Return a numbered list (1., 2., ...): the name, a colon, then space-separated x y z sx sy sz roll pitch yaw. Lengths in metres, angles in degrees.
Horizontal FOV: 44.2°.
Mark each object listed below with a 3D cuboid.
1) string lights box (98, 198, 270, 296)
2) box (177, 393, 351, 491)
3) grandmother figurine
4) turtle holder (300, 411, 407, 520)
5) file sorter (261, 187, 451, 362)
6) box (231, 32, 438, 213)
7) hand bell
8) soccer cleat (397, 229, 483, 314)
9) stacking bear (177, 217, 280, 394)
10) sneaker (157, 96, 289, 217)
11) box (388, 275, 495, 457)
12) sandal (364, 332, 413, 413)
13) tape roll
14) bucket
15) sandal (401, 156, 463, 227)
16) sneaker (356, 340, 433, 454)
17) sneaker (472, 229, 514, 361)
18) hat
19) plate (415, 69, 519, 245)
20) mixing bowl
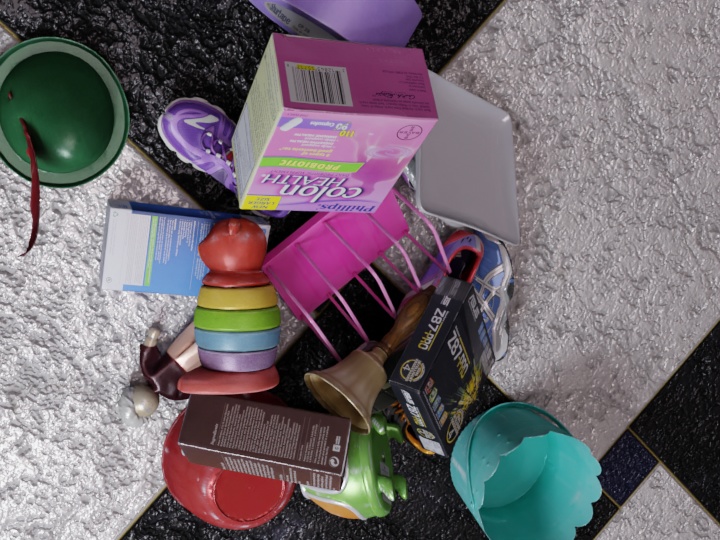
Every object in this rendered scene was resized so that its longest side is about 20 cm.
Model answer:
1. string lights box: -0.220 -0.024 1.114 0.198 0.059 0.104 6 102 -22
2. box: -0.113 0.208 1.080 0.198 0.100 0.076 9 65 1
3. grandmother figurine: -0.236 0.121 1.148 0.200 0.061 0.121 -45 105 -7
4. turtle holder: -0.017 0.239 1.190 0.130 0.141 0.188 -10 95 12
5. file sorter: 0.000 0.000 1.138 0.199 0.125 0.139 -39 144 -7
6. box: -0.037 -0.156 0.999 0.174 0.200 0.098 0 64 -22
7. hand bell: 0.032 0.093 1.100 0.200 0.104 0.104 -47 116 -23
8. soccer cleat: 0.106 0.036 1.226 0.066 0.077 0.201 28 104 -11
9. stacking bear: -0.152 0.037 1.067 0.112 0.121 0.202 2 96 12
10. sneaker: -0.157 -0.138 1.094 0.199 0.083 0.081 37 89 -23
11. box: 0.110 0.128 1.148 0.162 0.049 0.201 -61 150 -25
12. sandal: 0.036 0.130 1.181 0.200 0.057 0.081 -21 105 -35
13. tape roll: -0.034 -0.310 1.031 0.199 0.200 0.086 30 92 -24
14. bucket: 0.240 0.306 1.329 0.205 0.135 0.210 -6 106 -20
15. sandal: 0.081 -0.144 1.204 0.082 0.050 0.203 -46 102 -20
16. sneaker: 0.058 0.181 1.262 0.078 0.077 0.201 -39 112 -5
17. sneaker: 0.170 0.037 1.265 0.076 0.076 0.202 -5 101 -17
18. hat: -0.328 -0.153 0.975 0.164 0.176 0.202 -19 110 -14
19. plate: 0.134 -0.144 1.166 0.199 0.032 0.202 16 65 -41
20. mixing bowl: -0.159 0.266 1.186 0.198 0.108 0.202 -5 105 -19
